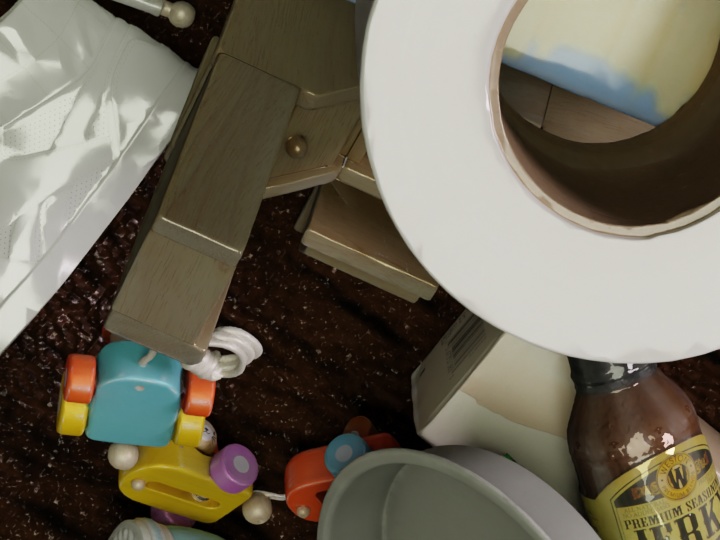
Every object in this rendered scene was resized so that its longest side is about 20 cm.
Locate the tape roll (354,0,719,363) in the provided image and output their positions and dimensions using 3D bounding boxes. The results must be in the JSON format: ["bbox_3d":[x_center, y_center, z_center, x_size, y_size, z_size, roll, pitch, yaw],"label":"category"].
[{"bbox_3d":[0.097,-0.081,0.942,0.201,0.139,0.204,0,105,-1],"label":"tape roll"}]

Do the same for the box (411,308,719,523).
[{"bbox_3d":[0.124,0.096,1.218,0.200,0.095,0.078,37,102,-12],"label":"box"}]

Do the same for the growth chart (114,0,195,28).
[{"bbox_3d":[-0.095,-0.182,1.122,0.144,0.018,0.200,24,140,-11],"label":"growth chart"}]

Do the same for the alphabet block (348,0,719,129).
[{"bbox_3d":[0.099,-0.195,1.083,0.194,0.197,0.201,20,105,-8],"label":"alphabet block"}]

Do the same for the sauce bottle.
[{"bbox_3d":[0.129,0.098,1.138,0.064,0.065,0.201,-19,105,5],"label":"sauce bottle"}]

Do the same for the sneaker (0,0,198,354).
[{"bbox_3d":[-0.174,-0.044,1.190,0.115,0.074,0.200,36,93,-8],"label":"sneaker"}]

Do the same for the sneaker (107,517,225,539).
[{"bbox_3d":[-0.108,0.217,1.262,0.081,0.074,0.201,10,119,-27],"label":"sneaker"}]

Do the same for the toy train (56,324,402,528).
[{"bbox_3d":[-0.057,0.068,1.205,0.149,0.056,0.200,-16,143,23],"label":"toy train"}]

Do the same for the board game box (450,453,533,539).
[{"bbox_3d":[0.072,0.185,1.199,0.105,0.023,0.201,43,141,20],"label":"board game box"}]

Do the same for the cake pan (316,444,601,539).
[{"bbox_3d":[0.060,0.165,1.148,0.037,0.200,0.202,-29,109,-35],"label":"cake pan"}]

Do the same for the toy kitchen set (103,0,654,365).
[{"bbox_3d":[0.000,0.000,1.114,0.199,0.181,0.163,23,138,-7],"label":"toy kitchen set"}]
